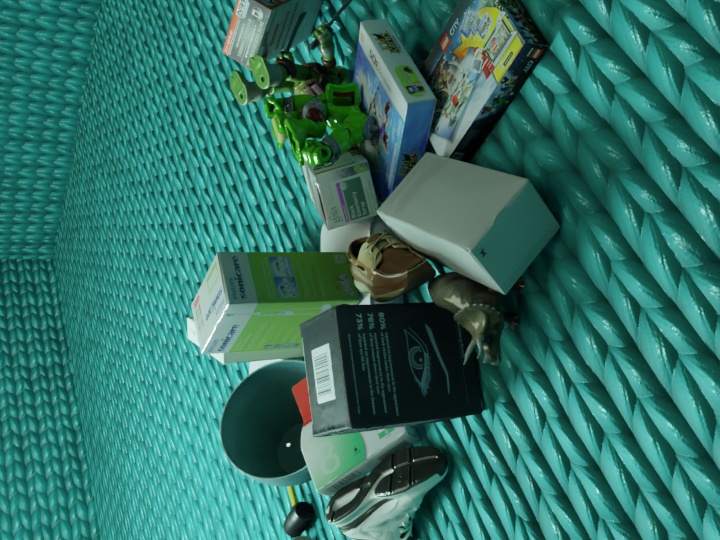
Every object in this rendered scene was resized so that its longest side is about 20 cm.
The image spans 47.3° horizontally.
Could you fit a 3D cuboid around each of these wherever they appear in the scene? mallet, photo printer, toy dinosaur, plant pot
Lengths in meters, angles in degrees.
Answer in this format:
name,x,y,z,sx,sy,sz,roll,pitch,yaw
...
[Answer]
name,x,y,z,sx,sy,sz,roll,pitch,yaw
mallet,-0.135,0.391,1.506,0.066,0.041,0.201,-65,34,31
photo printer,0.000,0.000,1.230,0.166,0.069,0.202,2,92,60
toy dinosaur,0.127,0.028,0.978,0.200,0.102,0.078,47,129,48
plant pot,-0.110,0.266,1.339,0.201,0.199,0.135,62,179,38

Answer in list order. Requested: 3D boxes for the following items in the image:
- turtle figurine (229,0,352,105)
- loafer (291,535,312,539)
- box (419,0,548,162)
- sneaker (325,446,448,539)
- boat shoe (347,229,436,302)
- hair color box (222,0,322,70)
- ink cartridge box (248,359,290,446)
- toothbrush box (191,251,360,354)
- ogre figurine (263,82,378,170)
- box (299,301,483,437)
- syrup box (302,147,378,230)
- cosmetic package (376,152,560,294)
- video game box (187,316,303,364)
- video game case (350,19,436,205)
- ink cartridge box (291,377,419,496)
name,x,y,z,sx,sy,sz,roll,pitch,yaw
turtle figurine,-0.104,-0.332,1.260,0.143,0.193,0.202,25,125,39
loafer,-0.081,0.554,1.393,0.063,0.071,0.201,100,159,-49
box,0.138,-0.246,1.020,0.200,0.037,0.137,-57,44,44
sneaker,0.060,0.324,1.143,0.200,0.115,0.076,-34,24,24
boat shoe,0.027,-0.010,1.049,0.074,0.075,0.200,64,162,-11
hair color box,-0.136,-0.415,1.344,0.064,0.200,0.111,32,128,6
ink cartridge box,-0.146,0.231,1.519,0.199,0.047,0.162,20,107,53
toothbrush box,-0.123,0.046,1.177,0.146,0.198,0.087,-53,47,49
ogre figurine,-0.053,-0.206,1.143,0.200,0.119,0.099,-149,43,-68
box,0.039,0.123,1.036,0.104,0.198,0.149,-29,65,56
syrup box,-0.034,-0.129,1.193,0.200,0.081,0.079,-123,17,-70
cosmetic package,0.120,-0.061,0.966,0.108,0.085,0.200,-48,34,-7
video game box,-0.174,0.110,1.404,0.182,0.198,0.047,22,110,58
video game case,0.036,-0.210,1.140,0.201,0.045,0.182,100,154,-48
ink cartridge box,-0.023,0.205,1.215,0.160,0.050,0.201,-36,53,12
